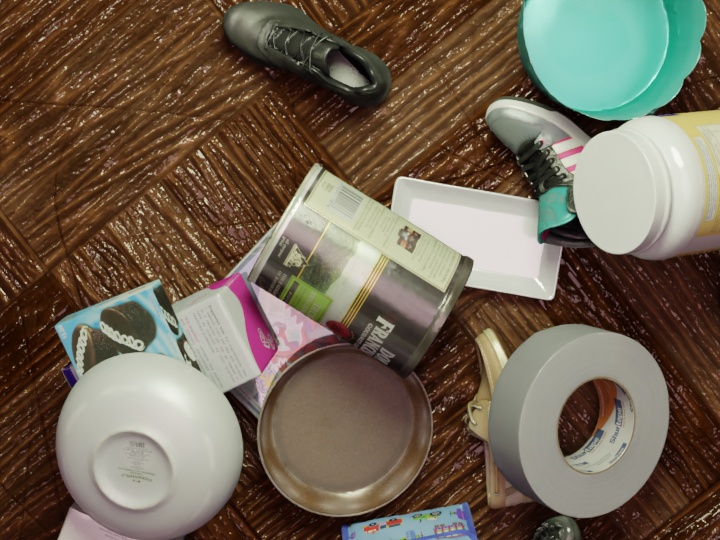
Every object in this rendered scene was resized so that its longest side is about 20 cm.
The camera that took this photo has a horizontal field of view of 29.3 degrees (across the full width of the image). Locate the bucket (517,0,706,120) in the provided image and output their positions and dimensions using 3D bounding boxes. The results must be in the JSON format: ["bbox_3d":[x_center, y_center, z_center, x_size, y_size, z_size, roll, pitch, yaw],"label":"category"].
[{"bbox_3d":[0.261,-0.260,1.471,0.204,0.135,0.210,0,95,1],"label":"bucket"}]

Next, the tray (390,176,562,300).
[{"bbox_3d":[0.128,-0.036,1.544,0.197,0.022,0.109,10,95,0],"label":"tray"}]

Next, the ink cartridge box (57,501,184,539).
[{"bbox_3d":[-0.287,0.360,1.521,0.124,0.129,0.202,22,95,-1],"label":"ink cartridge box"}]

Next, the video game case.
[{"bbox_3d":[-0.080,0.076,1.552,0.200,0.023,0.182,44,93,-2],"label":"video game case"}]

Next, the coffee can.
[{"bbox_3d":[0.000,0.000,1.465,0.199,0.146,0.147,31,94,-1],"label":"coffee can"}]

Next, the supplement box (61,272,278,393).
[{"bbox_3d":[-0.203,0.095,1.495,0.198,0.101,0.104,-27,98,14],"label":"supplement box"}]

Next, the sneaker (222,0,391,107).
[{"bbox_3d":[-0.058,-0.242,1.498,0.198,0.091,0.077,21,96,0],"label":"sneaker"}]

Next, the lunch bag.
[{"bbox_3d":[0.057,0.329,1.479,0.148,0.200,0.095,-10,94,1],"label":"lunch bag"}]

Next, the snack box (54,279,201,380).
[{"bbox_3d":[-0.222,0.123,1.432,0.115,0.037,0.202,-21,101,13],"label":"snack box"}]

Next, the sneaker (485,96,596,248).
[{"bbox_3d":[0.206,-0.092,1.491,0.199,0.084,0.121,32,57,-4],"label":"sneaker"}]

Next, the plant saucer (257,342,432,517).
[{"bbox_3d":[-0.018,0.175,1.537,0.197,0.032,0.203,-3,104,-10],"label":"plant saucer"}]

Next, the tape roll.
[{"bbox_3d":[0.237,0.161,1.493,0.198,0.066,0.203,-4,99,-27],"label":"tape roll"}]

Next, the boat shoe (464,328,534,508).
[{"bbox_3d":[0.149,0.167,1.533,0.064,0.071,0.203,-13,95,0],"label":"boat shoe"}]

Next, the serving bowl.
[{"bbox_3d":[-0.221,0.188,1.396,0.197,0.066,0.203,2,106,8],"label":"serving bowl"}]

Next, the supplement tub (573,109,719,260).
[{"bbox_3d":[0.334,-0.089,1.421,0.198,0.145,0.148,-8,94,-31],"label":"supplement tub"}]

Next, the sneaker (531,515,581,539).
[{"bbox_3d":[0.234,0.333,1.516,0.089,0.067,0.202,-9,132,-11],"label":"sneaker"}]
